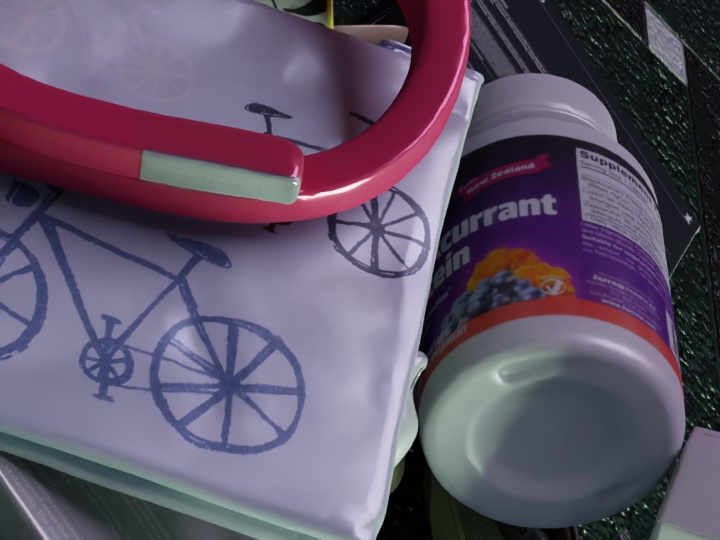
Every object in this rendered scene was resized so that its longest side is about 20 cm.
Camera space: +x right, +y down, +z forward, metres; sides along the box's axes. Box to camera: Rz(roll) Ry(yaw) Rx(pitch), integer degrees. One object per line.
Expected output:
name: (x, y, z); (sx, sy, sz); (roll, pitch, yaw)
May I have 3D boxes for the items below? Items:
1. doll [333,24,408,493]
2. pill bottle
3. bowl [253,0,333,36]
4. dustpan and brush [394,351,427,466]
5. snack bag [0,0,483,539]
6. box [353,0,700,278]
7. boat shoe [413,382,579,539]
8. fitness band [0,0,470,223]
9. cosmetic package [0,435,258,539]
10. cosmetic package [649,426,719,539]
doll: (0.000, 0.000, 1.132); (0.136, 0.048, 0.201); (160, -73, -77)
pill bottle: (0.079, 0.005, 1.148); (0.111, 0.111, 0.201); (42, 28, -29)
bowl: (-0.064, -0.124, 1.022); (0.201, 0.094, 0.202); (178, -90, -86)
dustpan and brush: (-0.019, 0.122, 0.885); (0.057, 0.200, 0.140); (36, -2, 8)
snack bag: (-0.065, -0.018, 0.878); (0.188, 0.021, 0.201); (18, 59, -7)
box: (0.079, -0.063, 1.356); (0.200, 0.079, 0.141); (55, 31, -7)
boat shoe: (0.061, 0.066, 1.212); (0.072, 0.066, 0.202); (28, 41, -45)
fitness band: (-0.061, -0.089, 0.878); (0.199, 0.037, 0.144); (13, 58, -4)
cosmetic package: (-0.086, 0.086, 0.931); (0.107, 0.090, 0.200); (56, 25, -4)
cosmetic package: (0.140, 0.181, 1.080); (0.084, 0.201, 0.108); (17, 23, 9)
